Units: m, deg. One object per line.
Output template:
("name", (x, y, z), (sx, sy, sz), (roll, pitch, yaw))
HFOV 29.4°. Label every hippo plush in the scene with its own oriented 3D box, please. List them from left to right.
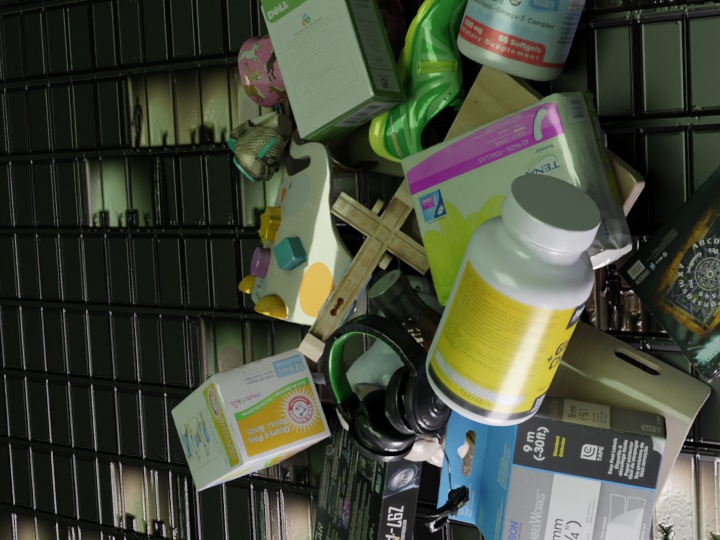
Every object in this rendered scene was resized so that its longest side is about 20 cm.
("hippo plush", (0.061, 0.096, 1.421), (0.163, 0.158, 0.200), (-65, 13, 5))

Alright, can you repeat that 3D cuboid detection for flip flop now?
("flip flop", (-0.003, -0.134, 1.472), (0.198, 0.057, 0.083), (10, 102, 39))

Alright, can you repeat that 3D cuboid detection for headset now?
("headset", (0.032, 0.139, 1.267), (0.201, 0.094, 0.123), (53, 136, 3))

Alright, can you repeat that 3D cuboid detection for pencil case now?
("pencil case", (-0.042, -0.240, 1.474), (0.198, 0.082, 0.088), (-15, 69, 41))

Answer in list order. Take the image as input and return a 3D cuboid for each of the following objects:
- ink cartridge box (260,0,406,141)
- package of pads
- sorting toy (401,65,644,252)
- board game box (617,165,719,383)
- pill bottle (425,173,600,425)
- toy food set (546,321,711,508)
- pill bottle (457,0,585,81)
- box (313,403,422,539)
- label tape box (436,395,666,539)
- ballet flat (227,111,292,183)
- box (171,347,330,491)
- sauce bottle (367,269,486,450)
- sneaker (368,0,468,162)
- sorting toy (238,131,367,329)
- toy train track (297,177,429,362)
("ink cartridge box", (-0.035, -0.243, 1.374), (0.103, 0.059, 0.203), (-25, 78, 37))
("package of pads", (0.141, -0.059, 1.261), (0.198, 0.068, 0.157), (-21, 82, 40))
("sorting toy", (0.164, -0.065, 1.331), (0.200, 0.069, 0.200), (44, 121, 28))
("board game box", (0.337, -0.015, 1.217), (0.200, 0.028, 0.136), (-50, 65, 32))
("pill bottle", (0.133, 0.025, 1.168), (0.112, 0.111, 0.202), (40, 129, 29))
("toy food set", (0.234, 0.169, 1.319), (0.142, 0.060, 0.203), (27, 114, 22))
("pill bottle", (0.165, -0.288, 1.275), (0.108, 0.108, 0.203), (29, 114, 34))
("box", (0.003, 0.266, 1.487), (0.160, 0.043, 0.203), (-147, 61, -62))
("label tape box", (0.169, 0.192, 1.255), (0.197, 0.063, 0.147), (9, 107, 9))
("ballet flat", (-0.105, -0.142, 1.519), (0.068, 0.200, 0.075), (42, 93, -11))
("box", (-0.126, 0.169, 1.537), (0.200, 0.111, 0.103), (-39, 69, 64))
("sauce bottle", (0.082, 0.087, 1.306), (0.066, 0.066, 0.201), (-22, 113, 39))
("sneaker", (0.078, -0.202, 1.389), (0.083, 0.074, 0.202), (24, 102, 9))
("sorting toy", (-0.061, -0.050, 1.445), (0.200, 0.105, 0.183), (-144, 59, -71))
("toy train track", (0.000, 0.000, 1.352), (0.114, 0.033, 0.202), (32, 92, -2))
